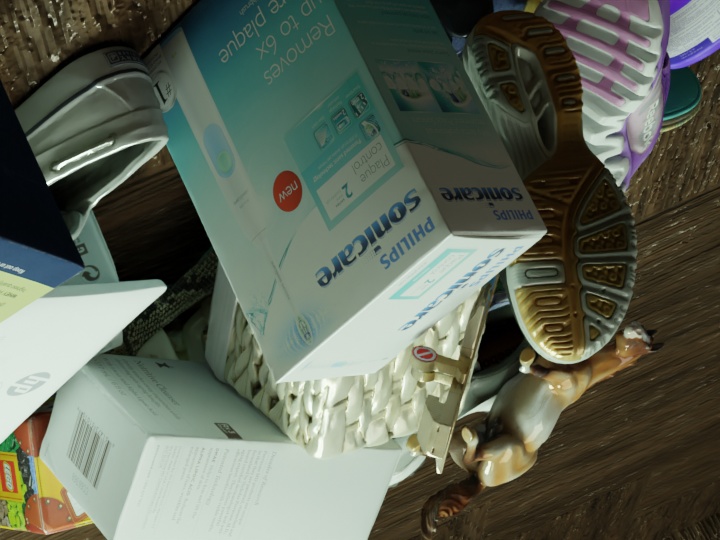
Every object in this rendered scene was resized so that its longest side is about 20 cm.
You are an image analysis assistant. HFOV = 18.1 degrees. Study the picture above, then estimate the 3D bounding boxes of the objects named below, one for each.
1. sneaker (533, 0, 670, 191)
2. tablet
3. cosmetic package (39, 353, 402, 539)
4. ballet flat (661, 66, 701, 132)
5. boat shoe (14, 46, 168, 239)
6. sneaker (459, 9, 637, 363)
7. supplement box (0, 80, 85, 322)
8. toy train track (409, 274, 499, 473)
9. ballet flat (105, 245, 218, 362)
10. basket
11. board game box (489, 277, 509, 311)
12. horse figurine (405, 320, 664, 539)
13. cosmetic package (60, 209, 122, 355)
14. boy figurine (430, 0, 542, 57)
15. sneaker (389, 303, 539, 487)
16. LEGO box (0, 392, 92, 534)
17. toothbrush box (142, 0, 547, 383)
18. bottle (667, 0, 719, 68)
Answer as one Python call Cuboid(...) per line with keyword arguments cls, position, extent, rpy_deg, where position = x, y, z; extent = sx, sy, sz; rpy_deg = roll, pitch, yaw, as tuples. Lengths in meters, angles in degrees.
Cuboid(cls="sneaker", position=(0.146, -0.115, 1.310), extent=(0.088, 0.080, 0.201), rpy_deg=(-44, 157, -30))
Cuboid(cls="tablet", position=(-0.213, 0.063, 1.321), extent=(0.130, 0.014, 0.200), rpy_deg=(-5, 152, -48))
Cuboid(cls="cosmetic package", position=(-0.087, 0.116, 1.431), extent=(0.199, 0.113, 0.082), rpy_deg=(4, 114, -39))
Cuboid(cls="ballet flat", position=(0.132, -0.107, 1.477), extent=(0.199, 0.071, 0.071), rpy_deg=(-7, 154, -33))
Cuboid(cls="boat shoe", position=(-0.181, -0.040, 1.230), extent=(0.073, 0.066, 0.200), rpy_deg=(-4, 150, -50))
Cuboid(cls="sneaker", position=(0.092, -0.037, 1.220), extent=(0.075, 0.201, 0.088), rpy_deg=(1, 155, -21))
Cuboid(cls="supplement box", position=(-0.275, -0.022, 1.043), extent=(0.199, 0.135, 0.200), rpy_deg=(-32, 161, 13))
Cuboid(cls="toy train track", position=(0.051, 0.033, 1.254), extent=(0.200, 0.032, 0.115), rpy_deg=(-67, 171, -56))
Cuboid(cls="ballet flat", position=(-0.101, 0.025, 1.496), extent=(0.199, 0.076, 0.068), rpy_deg=(-35, 158, 23))
Cuboid(cls="basket", position=(0.000, 0.000, 1.383), extent=(0.135, 0.123, 0.201), rpy_deg=(-15, 132, -33))
Cuboid(cls="board game box", position=(0.046, 0.031, 1.596), extent=(0.199, 0.062, 0.200), rpy_deg=(-7, 155, -41))
Cuboid(cls="horse figurine", position=(0.104, 0.093, 1.492), extent=(0.200, 0.050, 0.132), rpy_deg=(-51, 151, 3))
Cuboid(cls="cosmetic package", position=(-0.243, 0.034, 1.337), extent=(0.199, 0.074, 0.102), rpy_deg=(-20, 160, -13))
Cuboid(cls="boy figurine", position=(0.085, -0.134, 1.344), extent=(0.124, 0.065, 0.200), rpy_deg=(-40, 155, 19))
Cuboid(cls="sneaker", position=(0.043, 0.081, 1.541), extent=(0.199, 0.074, 0.079), rpy_deg=(-31, 151, -2))
Cuboid(cls="LEGO box", position=(-0.173, 0.117, 1.540), extent=(0.199, 0.078, 0.148), rpy_deg=(-11, -174, -39))
Cuboid(cls="toothbrush box", position=(-0.014, -0.063, 1.183), extent=(0.085, 0.201, 0.146), rpy_deg=(-4, 152, -49))
Cuboid(cls="bottle", position=(0.176, -0.180, 1.342), extent=(0.083, 0.066, 0.200), rpy_deg=(-36, 160, 12))
